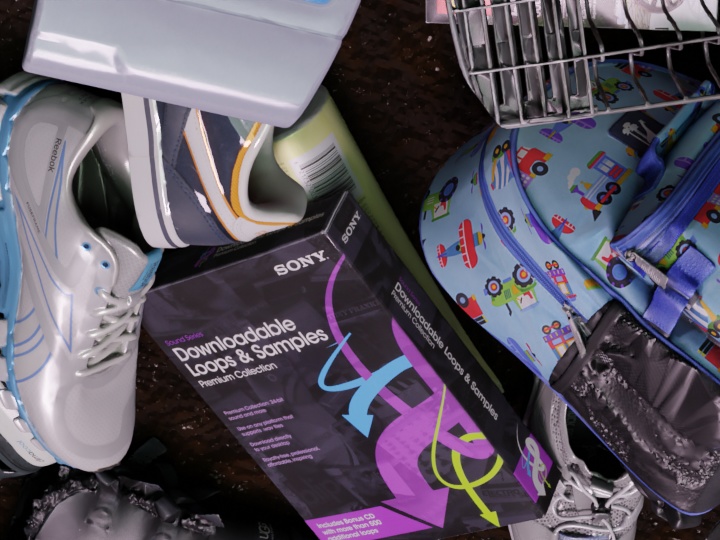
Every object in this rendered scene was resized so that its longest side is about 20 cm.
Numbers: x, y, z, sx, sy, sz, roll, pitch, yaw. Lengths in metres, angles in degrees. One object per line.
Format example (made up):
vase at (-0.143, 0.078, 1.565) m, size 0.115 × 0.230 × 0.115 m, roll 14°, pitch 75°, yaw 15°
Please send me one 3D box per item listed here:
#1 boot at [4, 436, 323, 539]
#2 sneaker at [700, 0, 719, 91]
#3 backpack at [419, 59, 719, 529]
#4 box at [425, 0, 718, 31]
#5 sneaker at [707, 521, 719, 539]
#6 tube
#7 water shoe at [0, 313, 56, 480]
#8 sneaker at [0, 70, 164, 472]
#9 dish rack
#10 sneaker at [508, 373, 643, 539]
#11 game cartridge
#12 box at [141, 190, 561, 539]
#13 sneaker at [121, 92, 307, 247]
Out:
boot at (-0.126, 0.191, 1.057) m, size 0.162 × 0.073 × 0.199 m, roll 23°, pitch 107°, yaw -17°
sneaker at (0.209, -0.147, 0.885) m, size 0.069 × 0.090 × 0.201 m, roll 11°, pitch 117°, yaw -9°
backpack at (0.137, -0.018, 0.881) m, size 0.200 × 0.182 × 0.135 m, roll 42°, pitch 142°, yaw 11°
box at (0.097, -0.208, 0.864) m, size 0.136 × 0.038 × 0.201 m, roll 2°, pitch 118°, yaw 7°
sneaker at (0.249, 0.100, 0.958) m, size 0.200 × 0.087 × 0.075 m, roll -45°, pitch 68°, yaw 15°
tube at (0.000, 0.000, 0.981) m, size 0.052 × 0.058 × 0.201 m, roll -46°, pitch 124°, yaw -28°
water shoe at (-0.226, 0.032, 0.969) m, size 0.079 × 0.072 × 0.200 m, roll -28°, pitch 112°, yaw 23°
sneaker at (-0.129, 0.008, 0.927) m, size 0.086 × 0.075 × 0.201 m, roll 10°, pitch 116°, yaw 38°
dish rack at (0.132, -0.139, 0.810) m, size 0.198 × 0.055 × 0.154 m, roll -8°, pitch 106°, yaw 3°
sneaker at (0.115, 0.104, 1.018) m, size 0.074 × 0.082 × 0.201 m, roll -3°, pitch 118°, yaw -2°
game cartridge at (-0.052, -0.164, 0.782) m, size 0.132 × 0.040 × 0.201 m, roll 10°, pitch 98°, yaw -16°
box at (-0.010, 0.059, 0.982) m, size 0.142 × 0.036 × 0.200 m, roll -18°, pitch 119°, yaw 38°
sneaker at (-0.068, -0.106, 0.850) m, size 0.079 × 0.079 × 0.201 m, roll -2°, pitch 119°, yaw 15°
